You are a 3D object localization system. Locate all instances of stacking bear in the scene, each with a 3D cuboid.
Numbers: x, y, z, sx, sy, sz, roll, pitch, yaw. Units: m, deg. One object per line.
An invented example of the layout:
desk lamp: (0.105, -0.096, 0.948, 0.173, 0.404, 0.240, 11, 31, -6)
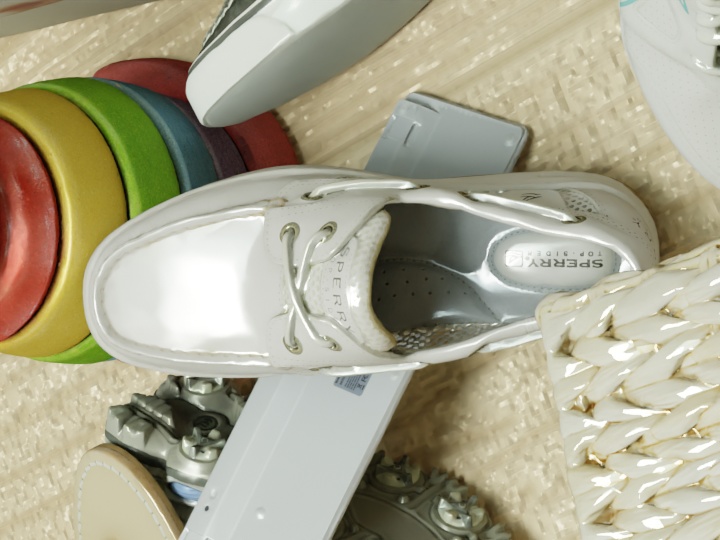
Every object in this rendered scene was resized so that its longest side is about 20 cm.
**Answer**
stacking bear: (-0.124, -0.017, 0.988, 0.113, 0.200, 0.122, 0, 94, 39)

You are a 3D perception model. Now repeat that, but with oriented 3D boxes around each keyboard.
keyboard: (-0.005, 0.031, 0.964, 0.056, 0.011, 0.200, 22, 81, 31)

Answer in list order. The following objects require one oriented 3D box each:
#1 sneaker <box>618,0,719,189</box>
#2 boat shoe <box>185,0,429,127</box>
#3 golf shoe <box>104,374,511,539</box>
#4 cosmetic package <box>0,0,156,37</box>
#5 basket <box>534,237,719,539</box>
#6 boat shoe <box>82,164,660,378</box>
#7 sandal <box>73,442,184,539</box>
sneaker: (0.112, -0.096, 0.822, 0.070, 0.080, 0.201, -7, 127, 5)
boat shoe: (0.003, -0.129, 0.960, 0.200, 0.071, 0.064, -42, 74, 25)
golf shoe: (-0.013, 0.113, 1.006, 0.200, 0.078, 0.097, 30, 129, 40)
cosmetic package: (-0.123, -0.151, 1.049, 0.200, 0.087, 0.104, -10, 86, 39)
basket: (0.185, 0.057, 0.743, 0.200, 0.198, 0.161, -19, 79, 40)
boat shoe: (0.000, 0.000, 0.913, 0.199, 0.069, 0.071, -8, 98, 7)
sandal: (-0.097, 0.175, 1.026, 0.078, 0.070, 0.212, 19, 125, 43)
